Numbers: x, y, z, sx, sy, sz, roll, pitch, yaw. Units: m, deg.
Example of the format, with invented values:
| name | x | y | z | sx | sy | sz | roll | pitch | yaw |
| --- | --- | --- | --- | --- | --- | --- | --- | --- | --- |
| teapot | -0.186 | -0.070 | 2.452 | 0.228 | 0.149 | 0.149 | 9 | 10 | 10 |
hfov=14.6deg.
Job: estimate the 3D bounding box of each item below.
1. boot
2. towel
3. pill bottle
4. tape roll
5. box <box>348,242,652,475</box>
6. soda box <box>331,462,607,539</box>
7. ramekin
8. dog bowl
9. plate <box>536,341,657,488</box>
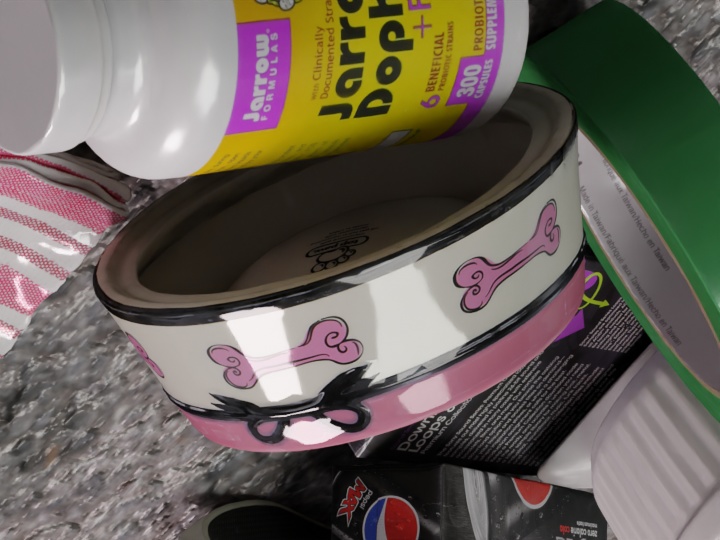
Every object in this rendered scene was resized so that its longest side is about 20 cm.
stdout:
| name | x | y | z | sx | sy | sz | roll | pitch | yaw |
| --- | --- | --- | --- | --- | --- | --- | --- | --- | --- |
| boot | -0.058 | 0.190 | 1.416 | 0.144 | 0.073 | 0.200 | -44 | 151 | 17 |
| towel | -0.195 | 0.025 | 1.108 | 0.146 | 0.030 | 0.200 | 10 | 127 | -48 |
| pill bottle | -0.043 | -0.090 | 1.031 | 0.199 | 0.104 | 0.105 | -11 | 140 | -34 |
| tape roll | 0.137 | -0.019 | 1.201 | 0.048 | 0.201 | 0.201 | -32 | 148 | -5 |
| box | 0.094 | 0.039 | 1.392 | 0.199 | 0.036 | 0.143 | 9 | 127 | -50 |
| soda box | 0.058 | 0.138 | 1.414 | 0.063 | 0.071 | 0.200 | -3 | 170 | 28 |
| ramekin | 0.200 | 0.081 | 1.353 | 0.202 | 0.094 | 0.203 | -32 | 154 | -17 |
| dog bowl | 0.000 | 0.000 | 1.096 | 0.199 | 0.200 | 0.074 | -25 | 110 | -16 |
| plate | 0.205 | 0.051 | 1.460 | 0.200 | 0.032 | 0.199 | -49 | 153 | 16 |
